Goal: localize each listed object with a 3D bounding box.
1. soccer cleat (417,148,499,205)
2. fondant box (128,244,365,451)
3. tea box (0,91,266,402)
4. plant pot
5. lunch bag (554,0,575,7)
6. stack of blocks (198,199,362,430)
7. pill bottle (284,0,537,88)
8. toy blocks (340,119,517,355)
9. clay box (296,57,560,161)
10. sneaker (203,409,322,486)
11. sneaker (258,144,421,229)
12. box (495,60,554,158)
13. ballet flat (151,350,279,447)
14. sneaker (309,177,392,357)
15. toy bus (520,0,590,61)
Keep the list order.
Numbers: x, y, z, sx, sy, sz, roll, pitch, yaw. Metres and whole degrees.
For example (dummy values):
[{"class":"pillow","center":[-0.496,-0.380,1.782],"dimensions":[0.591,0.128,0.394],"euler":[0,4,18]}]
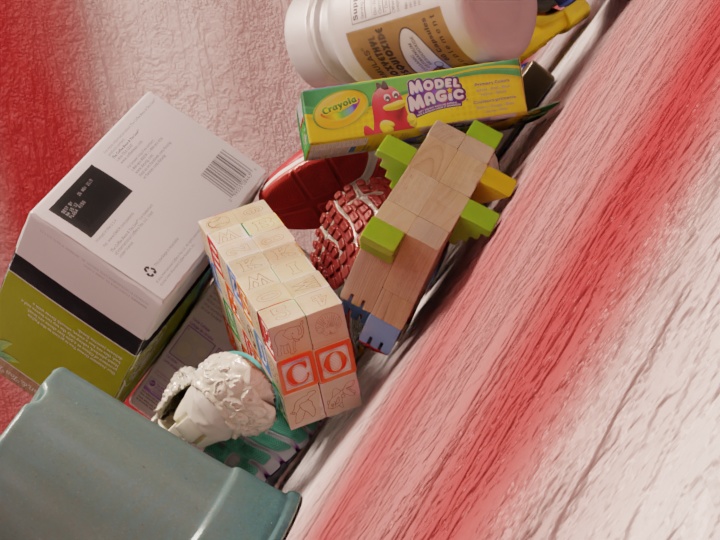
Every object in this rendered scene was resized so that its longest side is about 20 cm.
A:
[{"class":"soccer cleat","center":[0.068,-0.069,1.291],"dimensions":[0.077,0.070,0.200],"euler":[-36,-4,-29]},{"class":"fondant box","center":[-0.091,0.076,1.386],"dimensions":[0.201,0.144,0.058],"euler":[-54,1,5]},{"class":"tea box","center":[-0.205,-0.005,1.329],"dimensions":[0.197,0.133,0.200],"euler":[-56,0,43]},{"class":"plant pot","center":[-0.177,0.184,1.087],"dimensions":[0.201,0.195,0.200],"euler":[-54,3,4]},{"class":"lunch bag","center":[0.195,-0.301,1.291],"dimensions":[0.135,0.133,0.200],"euler":[-35,9,19]},{"class":"stack of blocks","center":[-0.061,0.041,1.181],"dimensions":[0.058,0.116,0.200],"euler":[-19,29,-12]},{"class":"pill bottle","center":[0.037,-0.209,1.276],"dimensions":[0.199,0.115,0.115],"euler":[-8,37,42]},{"class":"toy blocks","center":[0.033,-0.013,1.133],"dimensions":[0.138,0.099,0.200],"euler":[-66,-5,37]},{"class":"clay box","center":[0.051,-0.128,1.228],"dimensions":[0.198,0.048,0.115],"euler":[-10,-1,-5]},{"class":"sneaker","center":[-0.097,0.164,1.274],"dimensions":[0.200,0.074,0.088],"euler":[-47,-21,-35]},{"class":"sneaker","center":[-0.003,-0.118,1.364],"dimensions":[0.198,0.079,0.116],"euler":[-25,38,7]},{"class":"box","center":[0.125,-0.136,1.463],"dimensions":[0.122,0.032,0.200],"euler":[-54,2,3]},{"class":"ballet flat","center":[-0.115,0.107,1.164],"dimensions":[0.072,0.072,0.200],"euler":[-55,10,-18]},{"class":"sneaker","center":[0.000,0.000,1.285],"dimensions":[0.201,0.081,0.078],"euler":[-59,37,41]},{"class":"toy bus","center":[0.091,-0.269,1.472],"dimensions":[0.191,0.201,0.136],"euler":[-38,4,1]}]
